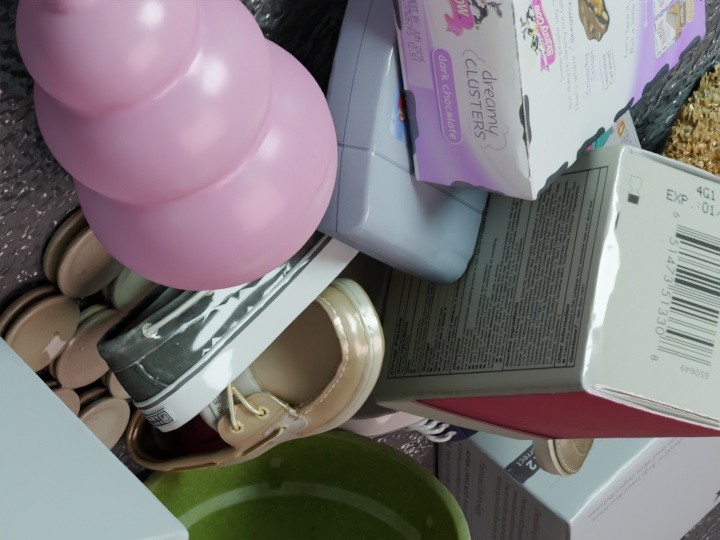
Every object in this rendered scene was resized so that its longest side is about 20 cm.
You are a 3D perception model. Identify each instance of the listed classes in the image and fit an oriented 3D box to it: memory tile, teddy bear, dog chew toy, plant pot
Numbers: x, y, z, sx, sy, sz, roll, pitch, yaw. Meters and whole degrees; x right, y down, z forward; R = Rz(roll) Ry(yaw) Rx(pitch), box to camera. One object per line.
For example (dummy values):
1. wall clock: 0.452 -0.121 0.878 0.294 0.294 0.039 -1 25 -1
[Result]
1. memory tile: -0.155 0.057 1.217 0.200 0.017 0.153 -54 154 10
2. teddy bear: 0.231 -0.059 1.565 0.200 0.067 0.145 -46 154 -64
3. dog chew toy: -0.088 -0.075 1.041 0.125 0.125 0.200 -46 146 -8
4. plant pot: -0.042 0.224 1.376 0.200 0.200 0.184 -29 138 -36

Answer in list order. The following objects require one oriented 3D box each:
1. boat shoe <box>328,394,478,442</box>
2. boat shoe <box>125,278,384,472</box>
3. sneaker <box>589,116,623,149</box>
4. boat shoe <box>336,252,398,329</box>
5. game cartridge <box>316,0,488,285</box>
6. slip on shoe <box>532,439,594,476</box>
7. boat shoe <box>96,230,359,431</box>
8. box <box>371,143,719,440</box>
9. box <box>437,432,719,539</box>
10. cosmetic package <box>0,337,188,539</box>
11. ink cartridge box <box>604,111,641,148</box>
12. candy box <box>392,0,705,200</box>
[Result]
1. boat shoe: 0.041 0.082 1.489 0.200 0.075 0.093 -27 138 -40
2. boat shoe: -0.061 0.066 1.253 0.069 0.074 0.200 -15 165 -38
3. sneaker: 0.084 -0.078 1.349 0.121 0.084 0.200 -59 155 -3
4. boat shoe: 0.000 0.000 1.324 0.200 0.063 0.073 14 81 -41
5. game cartridge: 0.035 -0.102 1.186 0.133 0.042 0.200 26 76 -63
6. slip on shoe: 0.154 0.034 1.439 0.076 0.061 0.200 -3 106 -65
7. boat shoe: -0.055 -0.007 1.193 0.071 0.064 0.200 -17 -154 52
8. box: 0.110 0.018 1.235 0.109 0.200 0.128 17 78 -29
9. box: 0.168 0.134 1.699 0.199 0.131 0.200 -39 152 -23
10. cosmetic package: -0.221 0.146 1.045 0.200 0.166 0.167 -11 133 -47
11. ink cartridge box: 0.127 -0.006 1.473 0.200 0.037 0.095 -67 155 -21
12. candy box: 0.096 -0.155 1.165 0.200 0.071 0.168 -41 133 -45
